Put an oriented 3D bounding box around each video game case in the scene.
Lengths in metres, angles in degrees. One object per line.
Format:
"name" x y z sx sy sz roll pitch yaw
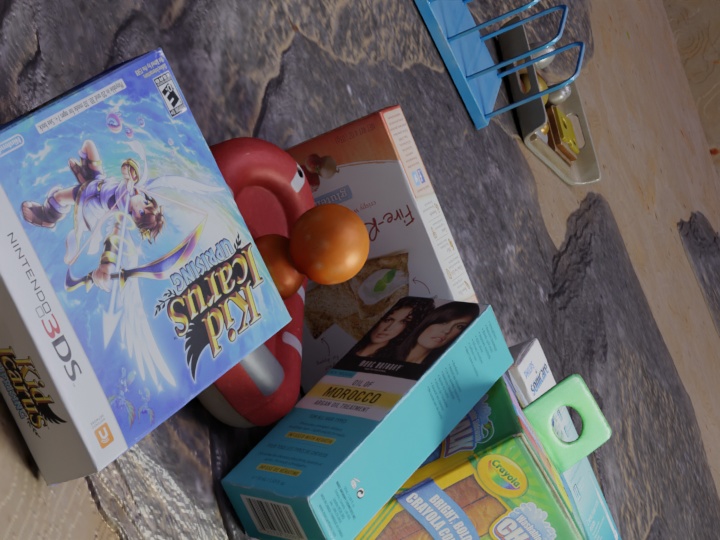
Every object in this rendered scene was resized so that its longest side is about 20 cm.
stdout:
"video game case" -0.140 -0.008 1.110 0.200 0.045 0.182 -38 107 -51

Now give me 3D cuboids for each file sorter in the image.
"file sorter" 0.142 -0.280 2.102 0.201 0.122 0.139 63 21 -19

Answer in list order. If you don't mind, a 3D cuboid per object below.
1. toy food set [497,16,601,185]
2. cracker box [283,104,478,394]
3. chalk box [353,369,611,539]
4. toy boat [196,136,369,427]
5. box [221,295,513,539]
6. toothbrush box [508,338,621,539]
"toy food set" 0.228 -0.197 2.339 0.200 0.060 0.145 33 40 -58
"cracker box" 0.000 0.000 1.424 0.201 0.133 0.058 67 19 -3
"chalk box" 0.074 0.143 1.348 0.125 0.199 0.124 57 9 -29
"toy boat" -0.054 -0.005 1.291 0.131 0.130 0.201 54 25 -37
"box" 0.007 0.096 1.284 0.200 0.082 0.049 -45 123 -34
"toothbrush box" 0.099 0.173 1.496 0.201 0.145 0.085 68 18 -6
